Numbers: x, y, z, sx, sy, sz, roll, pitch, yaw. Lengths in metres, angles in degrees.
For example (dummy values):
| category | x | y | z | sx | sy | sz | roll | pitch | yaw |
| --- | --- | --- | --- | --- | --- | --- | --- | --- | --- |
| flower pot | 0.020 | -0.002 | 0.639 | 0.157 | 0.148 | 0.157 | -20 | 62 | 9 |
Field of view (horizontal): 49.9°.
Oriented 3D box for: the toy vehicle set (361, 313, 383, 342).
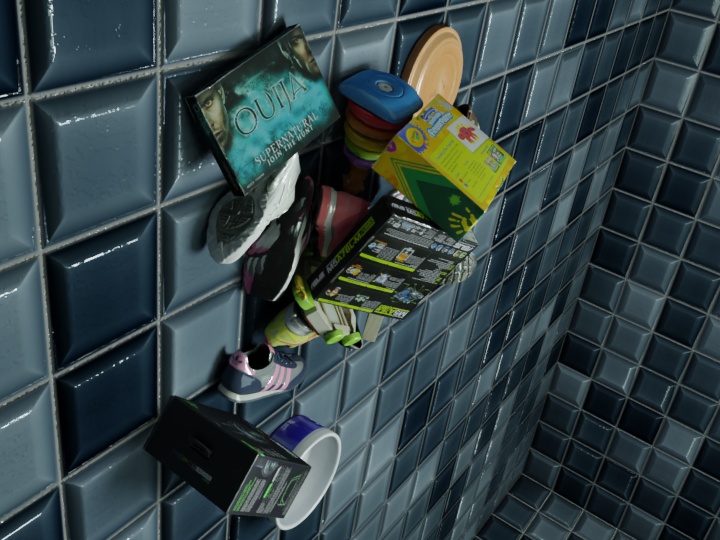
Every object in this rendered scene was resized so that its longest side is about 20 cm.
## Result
| category | x | y | z | sx | sy | sz | roll | pitch | yaw |
| --- | --- | --- | --- | --- | --- | --- | --- | --- | --- |
| toy vehicle set | 0.041 | 0.031 | 1.399 | 0.201 | 0.026 | 0.126 | 104 | 1 | -60 |

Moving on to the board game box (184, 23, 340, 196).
| category | x | y | z | sx | sy | sz | roll | pitch | yaw |
| --- | --- | --- | --- | --- | --- | --- | --- | --- | --- |
| board game box | -0.118 | -0.206 | 0.981 | 0.200 | 0.028 | 0.137 | -47 | 123 | -34 |

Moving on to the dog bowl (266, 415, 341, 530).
| category | x | y | z | sx | sy | sz | roll | pitch | yaw |
| --- | --- | --- | --- | --- | --- | --- | --- | --- | --- |
| dog bowl | -0.125 | 0.383 | 1.476 | 0.200 | 0.078 | 0.203 | -43 | 147 | -37 |

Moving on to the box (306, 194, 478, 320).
| category | x | y | z | sx | sy | sz | roll | pitch | yaw |
| --- | --- | --- | --- | --- | --- | --- | --- | --- | --- |
| box | 0.050 | -0.012 | 1.163 | 0.198 | 0.048 | 0.193 | 14 | 133 | -41 |

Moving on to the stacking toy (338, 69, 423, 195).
| category | x | y | z | sx | sy | sz | roll | pitch | yaw |
| --- | --- | --- | --- | --- | --- | --- | --- | --- | --- |
| stacking toy | 0.011 | -0.202 | 1.223 | 0.110 | 0.115 | 0.202 | -40 | 156 | -48 |

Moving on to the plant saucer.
| category | x | y | z | sx | sy | sz | roll | pitch | yaw |
| --- | --- | --- | --- | --- | --- | --- | --- | --- | --- |
| plant saucer | 0.132 | -0.335 | 1.391 | 0.200 | 0.032 | 0.203 | -42 | 145 | -38 |

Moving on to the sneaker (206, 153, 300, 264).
| category | x | y | z | sx | sy | sz | roll | pitch | yaw |
| --- | --- | --- | --- | --- | --- | --- | --- | --- | --- |
| sneaker | -0.134 | -0.088 | 1.063 | 0.202 | 0.077 | 0.100 | -58 | 156 | -11 |

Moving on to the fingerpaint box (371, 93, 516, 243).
| category | x | y | z | sx | sy | sz | roll | pitch | yaw |
| --- | --- | --- | --- | --- | --- | --- | --- | --- | --- |
| fingerpaint box | 0.129 | -0.158 | 1.156 | 0.074 | 0.166 | 0.200 | -49 | -178 | 37 |

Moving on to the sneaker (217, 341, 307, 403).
| category | x | y | z | sx | sy | sz | roll | pitch | yaw |
| --- | --- | --- | --- | --- | --- | --- | --- | --- | --- |
| sneaker | -0.144 | 0.152 | 1.252 | 0.199 | 0.070 | 0.083 | -13 | 128 | -59 |

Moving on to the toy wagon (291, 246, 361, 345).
| category | x | y | z | sx | sy | sz | roll | pitch | yaw |
| --- | --- | --- | --- | --- | --- | --- | --- | --- | --- |
| toy wagon | -0.065 | 0.041 | 1.228 | 0.039 | 0.157 | 0.199 | -27 | 163 | 18 |

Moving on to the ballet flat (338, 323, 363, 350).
| category | x | y | z | sx | sy | sz | roll | pitch | yaw |
| --- | --- | --- | --- | --- | --- | --- | --- | --- | --- |
| ballet flat | -0.026 | 0.072 | 1.416 | 0.067 | 0.056 | 0.202 | -51 | 150 | -27 |

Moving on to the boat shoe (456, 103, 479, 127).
| category | x | y | z | sx | sy | sz | roll | pitch | yaw |
| --- | --- | --- | --- | --- | --- | --- | --- | --- | --- |
| boat shoe | 0.162 | -0.250 | 1.488 | 0.203 | 0.074 | 0.076 | -53 | 140 | -37 |

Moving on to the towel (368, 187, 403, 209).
| category | x | y | z | sx | sy | sz | roll | pitch | yaw |
| --- | --- | --- | --- | --- | --- | --- | --- | --- | --- |
| towel | 0.042 | -0.106 | 1.284 | 0.146 | 0.030 | 0.200 | -41 | -178 | -17 |

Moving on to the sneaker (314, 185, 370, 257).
| category | x | y | z | sx | sy | sz | roll | pitch | yaw |
| --- | --- | --- | --- | --- | --- | --- | --- | --- | --- |
| sneaker | -0.022 | -0.062 | 1.171 | 0.200 | 0.085 | 0.075 | 94 | 5 | -75 |

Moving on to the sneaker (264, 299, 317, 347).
| category | x | y | z | sx | sy | sz | roll | pitch | yaw |
| --- | --- | --- | --- | --- | --- | --- | --- | --- | --- |
| sneaker | -0.102 | 0.087 | 1.288 | 0.090 | 0.079 | 0.200 | -34 | 168 | 14 |

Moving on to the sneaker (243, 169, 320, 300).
| category | x | y | z | sx | sy | sz | roll | pitch | yaw |
| --- | --- | --- | --- | --- | --- | --- | --- | --- | --- |
| sneaker | -0.102 | -0.046 | 1.155 | 0.203 | 0.079 | 0.086 | -66 | 158 | 7 |

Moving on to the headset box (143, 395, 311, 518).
| category | x | y | z | sx | sy | sz | roll | pitch | yaw |
| --- | --- | --- | --- | --- | --- | --- | --- | --- | --- |
| headset box | -0.196 | 0.279 | 1.149 | 0.094 | 0.172 | 0.200 | -60 | 152 | -6 |

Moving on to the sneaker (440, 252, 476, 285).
| category | x | y | z | sx | sy | sz | roll | pitch | yaw |
| --- | --- | --- | --- | --- | --- | --- | --- | --- | --- |
| sneaker | 0.097 | -0.040 | 1.279 | 0.090 | 0.196 | 0.080 | -63 | 164 | -58 |
